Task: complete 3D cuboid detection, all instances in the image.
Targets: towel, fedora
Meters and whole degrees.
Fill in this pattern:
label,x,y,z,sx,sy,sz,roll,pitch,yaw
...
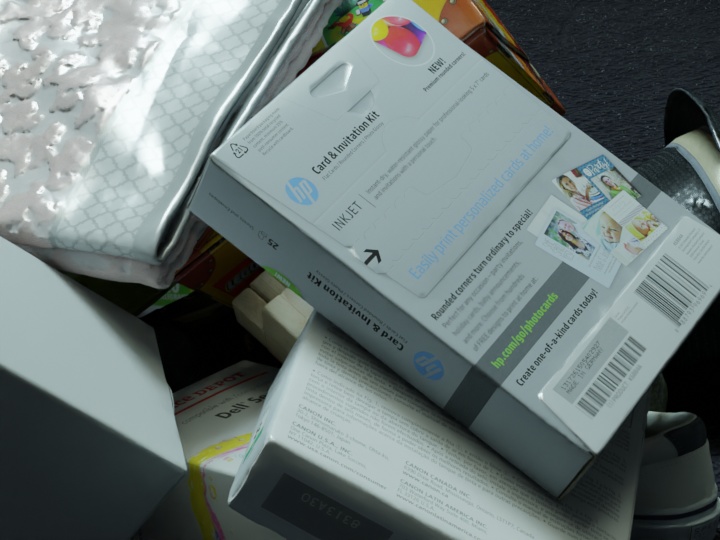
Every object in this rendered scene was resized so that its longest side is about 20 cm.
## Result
label,x,y,z,sx,sy,sz,roll,pitch,yaw
towel,-0.129,-0.090,0.949,0.191,0.032,0.200,13,57,25
fedora,0.168,-0.002,1.093,0.092,0.201,0.201,-19,18,-1

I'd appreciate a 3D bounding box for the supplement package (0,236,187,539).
label,x,y,z,sx,sy,sz,roll,pitch,yaw
supplement package,-0.190,0.049,0.840,0.200,0.120,0.121,33,16,-26

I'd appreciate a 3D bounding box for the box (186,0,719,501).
label,x,y,z,sx,sy,sz,roll,pitch,yaw
box,0.049,-0.017,0.870,0.200,0.041,0.156,38,48,6

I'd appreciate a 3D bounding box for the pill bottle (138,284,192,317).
label,x,y,z,sx,sy,sz,roll,pitch,yaw
pill bottle,-0.109,-0.075,1.292,0.111,0.200,0.111,-2,17,1

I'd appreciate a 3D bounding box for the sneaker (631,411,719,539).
label,x,y,z,sx,sy,sz,roll,pitch,yaw
sneaker,0.081,0.081,0.977,0.200,0.071,0.073,7,19,29

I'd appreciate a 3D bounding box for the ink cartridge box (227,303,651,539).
label,x,y,z,sx,sy,sz,roll,pitch,yaw
ink cartridge box,0.043,0.064,0.868,0.161,0.050,0.200,29,33,-6

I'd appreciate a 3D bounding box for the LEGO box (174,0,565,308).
label,x,y,z,sx,sy,sz,roll,pitch,yaw
LEGO box,-0.011,-0.067,1.034,0.200,0.077,0.149,-38,-23,9

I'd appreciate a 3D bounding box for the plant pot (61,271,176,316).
label,x,y,z,sx,sy,sz,roll,pitch,yaw
plant pot,-0.185,-0.086,1.088,0.200,0.200,0.184,-18,54,-43

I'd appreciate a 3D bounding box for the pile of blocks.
label,x,y,z,sx,sy,sz,roll,pitch,yaw
pile of blocks,0.000,0.000,1.013,0.062,0.082,0.200,41,18,19

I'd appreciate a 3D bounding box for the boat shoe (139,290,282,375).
label,x,y,z,sx,sy,sz,roll,pitch,yaw
boat shoe,-0.072,0.033,1.153,0.200,0.072,0.068,-20,25,-39

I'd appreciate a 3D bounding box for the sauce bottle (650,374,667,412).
label,x,y,z,sx,sy,sz,roll,pitch,yaw
sauce bottle,0.078,0.049,1.094,0.065,0.065,0.200,-14,22,-33

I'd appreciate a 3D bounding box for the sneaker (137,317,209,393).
label,x,y,z,sx,sy,sz,roll,pitch,yaw
sneaker,-0.175,0.051,1.001,0.200,0.116,0.076,-16,61,-9

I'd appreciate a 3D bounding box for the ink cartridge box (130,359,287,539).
label,x,y,z,sx,sy,sz,roll,pitch,yaw
ink cartridge box,-0.043,0.098,0.942,0.200,0.067,0.117,10,21,35
